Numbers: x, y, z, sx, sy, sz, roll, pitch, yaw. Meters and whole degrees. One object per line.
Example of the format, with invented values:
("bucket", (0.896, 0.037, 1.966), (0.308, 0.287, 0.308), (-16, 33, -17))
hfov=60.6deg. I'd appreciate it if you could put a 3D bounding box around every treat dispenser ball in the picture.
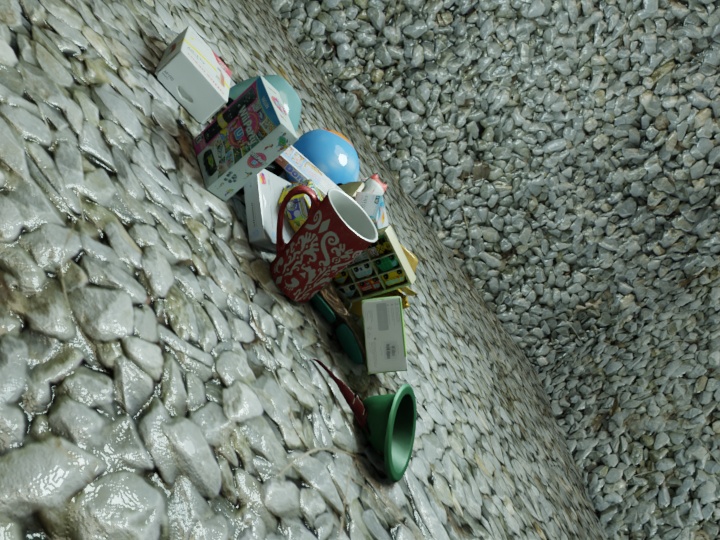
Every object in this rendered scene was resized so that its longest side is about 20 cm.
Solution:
("treat dispenser ball", (-0.100, -0.272, 1.638), (0.202, 0.199, 0.202), (49, 16, -20))

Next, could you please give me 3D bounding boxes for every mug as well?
("mug", (-0.090, -0.059, 1.217), (0.179, 0.200, 0.133), (52, 23, 14))

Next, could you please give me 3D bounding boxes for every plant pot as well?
("plant pot", (-0.222, -0.395, 1.504), (0.200, 0.135, 0.200), (44, -8, 8))

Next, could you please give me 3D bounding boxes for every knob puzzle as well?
("knob puzzle", (-0.070, -0.149, 1.481), (0.031, 0.217, 0.221), (54, 15, -22))

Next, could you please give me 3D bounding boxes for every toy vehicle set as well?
("toy vehicle set", (0.007, -0.007, 1.284), (0.126, 0.197, 0.027), (61, 38, -15))

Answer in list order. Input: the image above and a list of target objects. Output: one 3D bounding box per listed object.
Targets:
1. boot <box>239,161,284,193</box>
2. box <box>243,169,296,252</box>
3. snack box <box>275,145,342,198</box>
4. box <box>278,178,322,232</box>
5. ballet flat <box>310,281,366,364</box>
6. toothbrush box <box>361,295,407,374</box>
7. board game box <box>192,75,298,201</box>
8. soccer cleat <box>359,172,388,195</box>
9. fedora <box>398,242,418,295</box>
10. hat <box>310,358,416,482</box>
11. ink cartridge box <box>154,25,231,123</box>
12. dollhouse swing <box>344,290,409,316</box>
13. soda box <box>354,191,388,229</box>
("boot", (-0.265, -0.265, 1.366), (0.168, 0.077, 0.200), (43, 32, 2))
("box", (-0.173, -0.118, 1.307), (0.199, 0.040, 0.160), (20, 60, -66))
("snack box", (-0.122, -0.220, 1.397), (0.199, 0.024, 0.072), (40, 32, -13))
("box", (-0.098, -0.093, 1.334), (0.202, 0.069, 0.065), (61, 31, -35))
("ballet flat", (-0.032, 0.101, 1.307), (0.067, 0.068, 0.202), (-34, 91, -36))
("toothbrush box", (0.051, 0.131, 1.308), (0.200, 0.084, 0.150), (68, 17, -87))
("board game box", (-0.230, -0.258, 1.213), (0.064, 0.198, 0.149), (32, 27, -53))
("soccer cleat", (0.014, -0.188, 1.544), (0.069, 0.085, 0.200), (45, -8, -6))
("fedora", (0.070, -0.025, 1.411), (0.199, 0.083, 0.201), (37, 4, -3))
("hat", (0.004, 0.282, 1.172), (0.165, 0.172, 0.205), (22, 73, -66))
("ink cartridge box", (-0.368, -0.440, 1.381), (0.145, 0.083, 0.202), (46, 18, -32))
("dollhouse swing", (0.000, 0.000, 1.480), (0.199, 0.178, 0.180), (32, 47, -54))
("soda box", (0.027, -0.109, 1.477), (0.201, 0.067, 0.065), (68, 35, -66))
